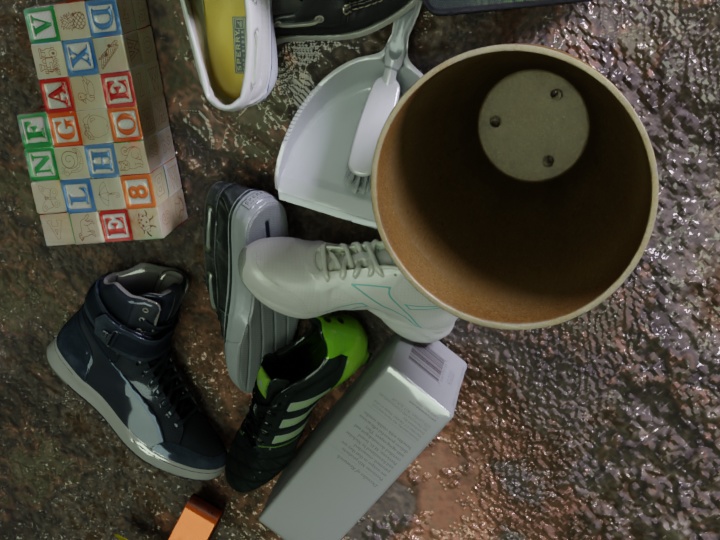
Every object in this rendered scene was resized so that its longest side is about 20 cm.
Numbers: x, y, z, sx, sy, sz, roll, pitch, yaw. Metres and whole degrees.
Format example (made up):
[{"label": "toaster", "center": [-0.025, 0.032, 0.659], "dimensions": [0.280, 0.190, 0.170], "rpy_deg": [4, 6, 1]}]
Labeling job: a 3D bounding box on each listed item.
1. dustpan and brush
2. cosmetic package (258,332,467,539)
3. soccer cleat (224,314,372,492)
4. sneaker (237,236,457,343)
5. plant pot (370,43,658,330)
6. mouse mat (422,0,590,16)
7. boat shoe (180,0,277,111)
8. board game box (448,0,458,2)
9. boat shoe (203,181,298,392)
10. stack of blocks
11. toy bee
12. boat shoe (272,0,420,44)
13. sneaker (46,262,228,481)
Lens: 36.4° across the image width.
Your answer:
[{"label": "dustpan and brush", "center": [0.019, -0.140, 0.867], "dimensions": [0.138, 0.057, 0.203], "rpy_deg": [16, 83, 6]}, {"label": "cosmetic package", "center": [0.003, 0.149, 0.957], "dimensions": [0.071, 0.102, 0.201], "rpy_deg": [38, 115, -3]}, {"label": "soccer cleat", "center": [-0.072, 0.114, 0.965], "dimensions": [0.201, 0.081, 0.068], "rpy_deg": [-52, 50, 17]}, {"label": "sneaker", "center": [0.000, 0.000, 0.884], "dimensions": [0.198, 0.071, 0.080], "rpy_deg": [11, 145, -19]}, {"label": "plant pot", "center": [0.117, -0.084, 0.789], "dimensions": [0.184, 0.200, 0.189], "rpy_deg": [5, 112, 12]}, {"label": "mouse mat", "center": [0.109, -0.287, 0.769], "dimensions": [0.159, 0.008, 0.203], "rpy_deg": [-11, 106, -20]}, {"label": "boat shoe", "center": [-0.106, -0.213, 0.784], "dimensions": [0.073, 0.086, 0.205], "rpy_deg": [1, 109, 12]}, {"label": "board game box", "center": [0.020, -0.304, 0.776], "dimensions": [0.132, 0.045, 0.203], "rpy_deg": [9, 100, -8]}, {"label": "boat shoe", "center": [-0.100, 0.011, 0.954], "dimensions": [0.071, 0.072, 0.202], "rpy_deg": [31, 129, 35]}, {"label": "stack of blocks", "center": [-0.227, -0.128, 0.935], "dimensions": [0.113, 0.059, 0.203], "rpy_deg": [-2, 109, 15]}, {"label": "toy bee", "center": [-0.198, 0.307, 1.077], "dimensions": [0.200, 0.109, 0.131], "rpy_deg": [-41, 88, -2]}, {"label": "boat shoe", "center": [-0.043, -0.220, 0.845], "dimensions": [0.197, 0.060, 0.075], "rpy_deg": [-6, 78, 18]}, {"label": "sneaker", "center": [-0.176, 0.087, 0.992], "dimensions": [0.202, 0.077, 0.147], "rpy_deg": [40, 116, -1]}]
